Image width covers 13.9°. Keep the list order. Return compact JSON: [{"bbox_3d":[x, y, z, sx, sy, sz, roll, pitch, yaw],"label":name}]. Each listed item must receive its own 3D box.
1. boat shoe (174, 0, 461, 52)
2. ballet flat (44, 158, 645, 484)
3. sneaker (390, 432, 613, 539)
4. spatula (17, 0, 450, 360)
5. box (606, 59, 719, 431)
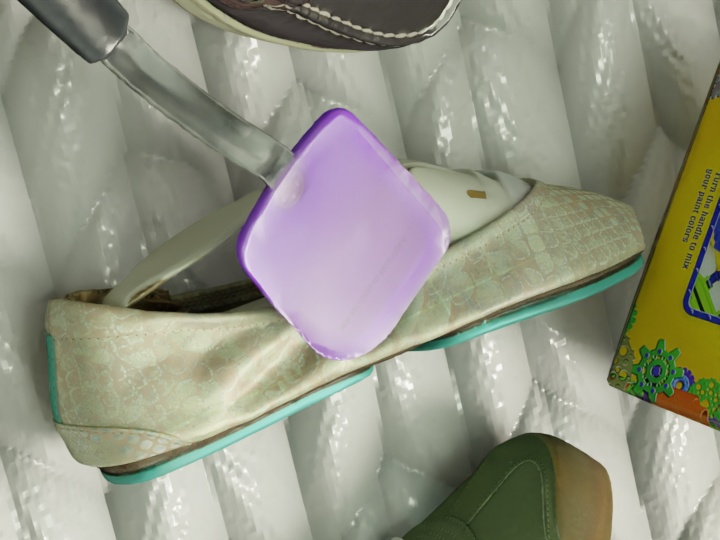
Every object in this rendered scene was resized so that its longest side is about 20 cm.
[{"bbox_3d":[-0.025,-0.103,0.785,0.200,0.065,0.072,34,84,-51],"label":"boat shoe"},{"bbox_3d":[0.000,0.000,0.850,0.200,0.067,0.062,-23,103,-29],"label":"ballet flat"},{"bbox_3d":[-0.002,0.126,0.875,0.090,0.067,0.200,33,77,-27],"label":"sneaker"},{"bbox_3d":[-0.052,-0.050,0.777,0.200,0.021,0.057,41,72,-23],"label":"spatula"},{"bbox_3d":[0.220,0.025,0.905,0.200,0.192,0.122,21,88,-48],"label":"box"}]
